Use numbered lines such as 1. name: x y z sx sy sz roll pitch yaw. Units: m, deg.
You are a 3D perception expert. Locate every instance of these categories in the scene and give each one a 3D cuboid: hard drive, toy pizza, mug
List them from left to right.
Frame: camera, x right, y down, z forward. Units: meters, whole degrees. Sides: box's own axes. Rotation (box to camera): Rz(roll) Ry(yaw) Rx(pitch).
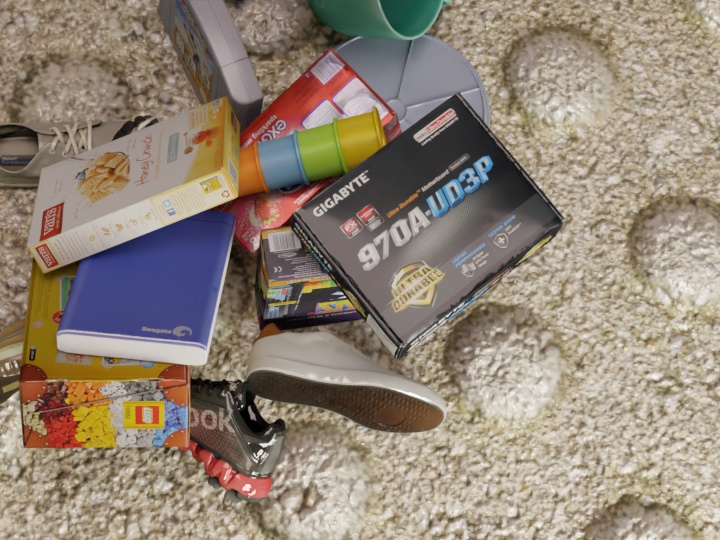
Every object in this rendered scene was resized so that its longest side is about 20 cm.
1. hard drive: -0.191 0.007 1.556 0.131 0.026 0.201 6 37 1
2. mug: 0.012 -0.307 1.768 0.114 0.186 0.153 10 56 31
3. toy pizza: 0.035 -0.159 1.780 0.198 0.032 0.202 0 69 -1

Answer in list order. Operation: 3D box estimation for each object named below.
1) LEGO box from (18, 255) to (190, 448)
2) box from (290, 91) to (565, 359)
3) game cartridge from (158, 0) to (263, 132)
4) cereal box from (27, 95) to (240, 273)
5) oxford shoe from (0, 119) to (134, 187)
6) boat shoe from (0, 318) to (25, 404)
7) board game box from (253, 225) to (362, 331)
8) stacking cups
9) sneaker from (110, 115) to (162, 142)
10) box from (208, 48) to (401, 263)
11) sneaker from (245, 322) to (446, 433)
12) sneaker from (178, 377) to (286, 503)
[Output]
1. LEGO box: -0.229 0.066 1.561 0.147 0.078 0.201 1 37 -6
2. box: 0.061 -0.042 1.550 0.199 0.046 0.159 -36 79 -16
3. game cartridge: -0.156 -0.230 1.740 0.041 0.133 0.201 -22 71 -13
4. cereal box: -0.208 -0.081 1.587 0.198 0.040 0.144 -21 32 9
5. oxford shoe: -0.291 -0.122 1.726 0.198 0.058 0.076 -4 65 -9
6. boat shoe: -0.362 0.087 1.637 0.199 0.072 0.076 -18 56 -24
7. board game box: 0.000 0.000 1.642 0.198 0.166 0.057 -8 71 -8
8. stacking cups: -0.074 -0.107 1.621 0.198 0.061 0.061 -11 69 7
9. sneaker: -0.235 -0.054 1.697 0.201 0.085 0.077 -55 39 -6
10. box: -0.062 -0.108 1.696 0.200 0.096 0.100 -44 77 -4
11. sneaker: -0.009 0.095 1.655 0.198 0.073 0.085 17 46 -9
12. sneaker: -0.153 0.129 1.614 0.200 0.071 0.098 34 103 7
